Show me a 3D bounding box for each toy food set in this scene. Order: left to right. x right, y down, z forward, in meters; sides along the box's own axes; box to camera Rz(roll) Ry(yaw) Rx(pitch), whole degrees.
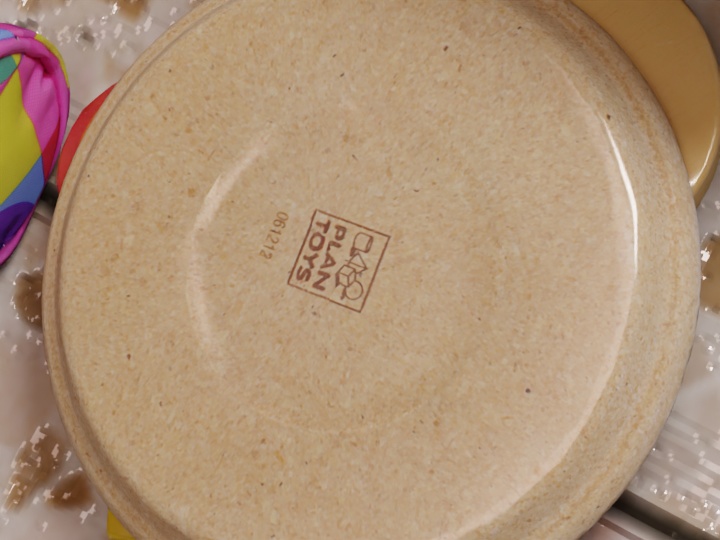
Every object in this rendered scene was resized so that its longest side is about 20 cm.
[{"bbox_3d":[0.000,0.000,0.841,0.197,0.049,0.201,4,80,19],"label":"toy food set"}]

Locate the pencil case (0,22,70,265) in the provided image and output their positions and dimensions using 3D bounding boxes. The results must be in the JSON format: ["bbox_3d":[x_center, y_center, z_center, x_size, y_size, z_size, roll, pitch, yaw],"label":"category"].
[{"bbox_3d":[-0.184,-0.059,0.895,0.199,0.088,0.089,22,86,22],"label":"pencil case"}]
